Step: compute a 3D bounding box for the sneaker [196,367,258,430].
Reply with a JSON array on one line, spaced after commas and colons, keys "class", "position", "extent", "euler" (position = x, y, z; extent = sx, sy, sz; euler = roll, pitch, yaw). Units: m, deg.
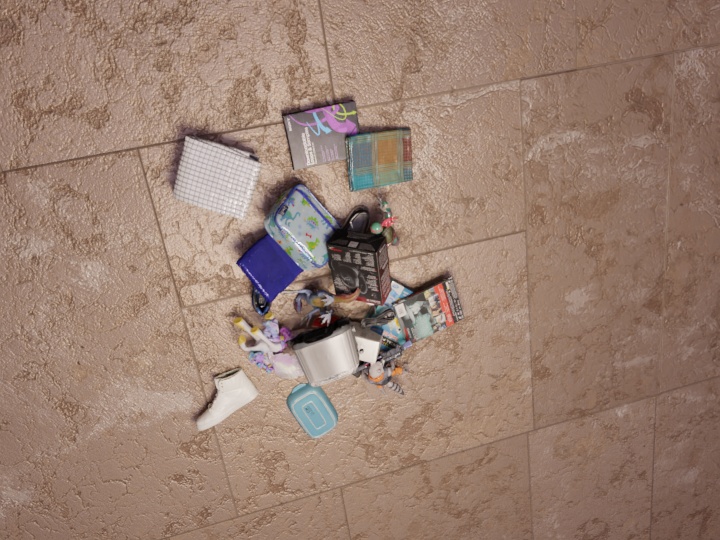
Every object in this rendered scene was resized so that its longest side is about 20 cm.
[{"class": "sneaker", "position": [-0.408, 0.363, 1.577], "extent": [0.198, 0.074, 0.117], "euler": [-33, 111, -12]}]

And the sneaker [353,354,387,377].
[{"class": "sneaker", "position": [-0.013, 0.248, 1.639], "extent": [0.104, 0.060, 0.200], "euler": [-41, 117, 4]}]

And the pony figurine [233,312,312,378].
[{"class": "pony figurine", "position": [-0.242, 0.208, 1.525], "extent": [0.189, 0.169, 0.202], "euler": [-10, 132, 17]}]

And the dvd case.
[{"class": "dvd case", "position": [0.203, 0.120, 1.620], "extent": [0.197, 0.022, 0.148], "euler": [-25, 113, -8]}]

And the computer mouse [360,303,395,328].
[{"class": "computer mouse", "position": [0.037, 0.059, 1.555], "extent": [0.107, 0.044, 0.205], "euler": [-8, 84, -13]}]

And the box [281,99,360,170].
[{"class": "box", "position": [-0.097, -0.356, 1.438], "extent": [0.196, 0.036, 0.146], "euler": [-14, 110, -8]}]

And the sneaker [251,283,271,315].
[{"class": "sneaker", "position": [-0.265, 0.031, 1.497], "extent": [0.074, 0.079, 0.204], "euler": [-5, 108, -12]}]

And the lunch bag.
[{"class": "lunch bag", "position": [-0.148, -0.116, 1.447], "extent": [0.200, 0.082, 0.162], "euler": [48, 53, -23]}]

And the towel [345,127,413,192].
[{"class": "towel", "position": [0.055, -0.301, 1.477], "extent": [0.196, 0.022, 0.150], "euler": [-14, 111, -23]}]

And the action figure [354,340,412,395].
[{"class": "action figure", "position": [0.088, 0.296, 1.600], "extent": [0.198, 0.106, 0.193], "euler": [-31, 149, 16]}]

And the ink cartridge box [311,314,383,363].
[{"class": "ink cartridge box", "position": [-0.039, 0.191, 1.551], "extent": [0.196, 0.116, 0.069], "euler": [13, 104, 6]}]

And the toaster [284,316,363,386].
[{"class": "toaster", "position": [-0.093, 0.219, 1.444], "extent": [0.196, 0.114, 0.131], "euler": [-20, 100, 4]}]

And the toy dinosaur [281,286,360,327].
[{"class": "toy dinosaur", "position": [-0.117, 0.093, 1.503], "extent": [0.196, 0.181, 0.107], "euler": [-10, 104, -18]}]

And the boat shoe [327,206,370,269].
[{"class": "boat shoe", "position": [-0.032, -0.082, 1.527], "extent": [0.073, 0.060, 0.202], "euler": [28, 99, -20]}]

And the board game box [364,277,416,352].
[{"class": "board game box", "position": [0.100, 0.143, 1.637], "extent": [0.149, 0.047, 0.202], "euler": [27, 99, -19]}]

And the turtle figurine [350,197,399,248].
[{"class": "turtle figurine", "position": [0.049, -0.097, 1.477], "extent": [0.149, 0.101, 0.200], "euler": [-42, 150, -3]}]

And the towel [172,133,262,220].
[{"class": "towel", "position": [-0.362, -0.239, 1.389], "extent": [0.196, 0.086, 0.169], "euler": [15, 102, -16]}]

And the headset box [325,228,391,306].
[{"class": "headset box", "position": [0.000, 0.000, 1.460], "extent": [0.146, 0.078, 0.203], "euler": [10, 133, 23]}]

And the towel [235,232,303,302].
[{"class": "towel", "position": [-0.224, -0.031, 1.465], "extent": [0.200, 0.049, 0.149], "euler": [-47, 110, -27]}]

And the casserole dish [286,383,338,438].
[{"class": "casserole dish", "position": [-0.145, 0.437, 1.677], "extent": [0.120, 0.039, 0.202], "euler": [-31, 111, -3]}]
